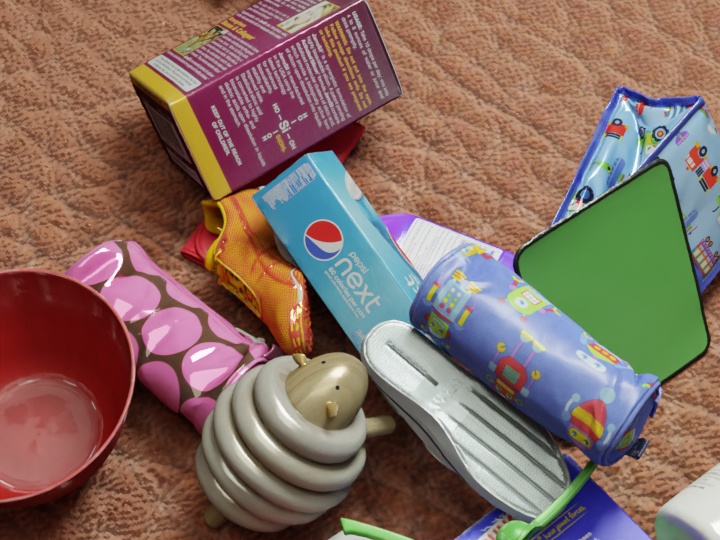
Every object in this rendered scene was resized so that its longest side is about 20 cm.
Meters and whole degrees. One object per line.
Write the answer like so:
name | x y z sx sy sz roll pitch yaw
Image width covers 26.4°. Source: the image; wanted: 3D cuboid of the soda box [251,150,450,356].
soda box | 0.000 0.000 1.261 0.064 0.068 0.200 -36 86 18

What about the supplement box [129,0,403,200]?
supplement box | -0.086 -0.167 1.372 0.200 0.103 0.131 -30 28 -11

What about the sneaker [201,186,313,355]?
sneaker | -0.087 0.007 1.294 0.077 0.073 0.200 -15 41 -11

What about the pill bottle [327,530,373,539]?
pill bottle | -0.055 0.285 1.120 0.200 0.112 0.112 -31 63 -17

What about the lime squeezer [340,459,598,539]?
lime squeezer | 0.091 0.189 1.109 0.200 0.038 0.071 -15 47 -6

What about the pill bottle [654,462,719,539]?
pill bottle | 0.335 0.176 1.179 0.200 0.114 0.114 -32 63 -18

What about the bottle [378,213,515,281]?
bottle | 0.040 -0.005 1.325 0.200 0.065 0.084 21 64 14

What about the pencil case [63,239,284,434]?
pencil case | -0.162 0.050 1.284 0.200 0.091 0.094 36 93 21

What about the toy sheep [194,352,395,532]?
toy sheep | -0.060 0.137 1.188 0.138 0.200 0.138 28 28 -16

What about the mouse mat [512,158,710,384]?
mouse mat | 0.207 0.026 1.239 0.161 0.200 0.008 -31 33 -18

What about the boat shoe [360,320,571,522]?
boat shoe | 0.082 0.116 1.180 0.074 0.067 0.200 -40 75 -13

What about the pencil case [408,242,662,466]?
pencil case | 0.133 0.061 1.135 0.200 0.078 0.087 37 45 22

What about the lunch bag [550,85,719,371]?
lunch bag | 0.228 -0.028 1.284 0.094 0.151 0.200 14 61 46

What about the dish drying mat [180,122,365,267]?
dish drying mat | -0.078 -0.074 1.398 0.077 0.018 0.200 27 62 16

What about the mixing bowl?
mixing bowl | -0.269 0.111 1.232 0.200 0.108 0.201 -2 60 4

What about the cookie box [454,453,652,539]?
cookie box | 0.159 0.266 1.148 0.171 0.075 0.200 -35 63 -18
